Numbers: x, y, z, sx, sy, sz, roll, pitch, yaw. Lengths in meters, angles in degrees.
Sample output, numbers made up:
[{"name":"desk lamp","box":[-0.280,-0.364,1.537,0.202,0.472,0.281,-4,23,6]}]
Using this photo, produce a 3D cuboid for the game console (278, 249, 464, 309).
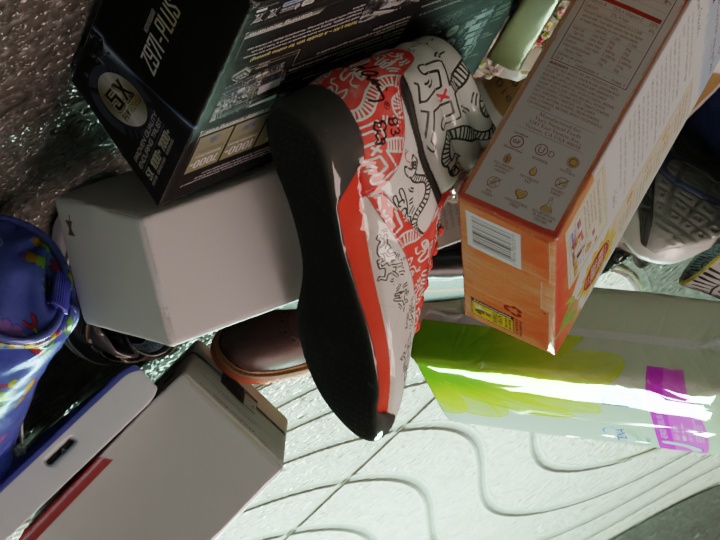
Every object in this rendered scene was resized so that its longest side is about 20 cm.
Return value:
[{"name":"game console","box":[0.000,0.000,1.681,0.200,0.031,0.177,-3,175,-20]}]

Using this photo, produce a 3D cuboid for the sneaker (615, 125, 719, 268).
[{"name":"sneaker","box":[0.182,-0.034,1.789,0.087,0.075,0.200,-53,-179,19]}]

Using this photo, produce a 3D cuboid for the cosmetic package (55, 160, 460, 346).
[{"name":"cosmetic package","box":[-0.041,-0.030,1.504,0.200,0.071,0.101,-20,-164,-27]}]

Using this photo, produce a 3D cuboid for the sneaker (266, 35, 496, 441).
[{"name":"sneaker","box":[0.022,-0.017,1.438,0.108,0.067,0.201,-30,129,-27]}]

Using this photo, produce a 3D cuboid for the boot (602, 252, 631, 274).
[{"name":"boot","box":[0.211,-0.057,2.053,0.200,0.068,0.131,-39,167,16]}]

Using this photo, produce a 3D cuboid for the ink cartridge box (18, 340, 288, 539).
[{"name":"ink cartridge box","box":[-0.120,0.127,1.757,0.144,0.084,0.200,-46,-177,3]}]

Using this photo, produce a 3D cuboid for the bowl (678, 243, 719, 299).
[{"name":"bowl","box":[0.294,-0.033,1.787,0.201,0.094,0.201,-47,180,0]}]

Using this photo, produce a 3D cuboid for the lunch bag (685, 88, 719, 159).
[{"name":"lunch bag","box":[0.260,-0.162,1.768,0.200,0.132,0.136,-48,179,38]}]

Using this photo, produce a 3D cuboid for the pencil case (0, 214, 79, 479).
[{"name":"pencil case","box":[-0.204,0.052,1.560,0.087,0.078,0.200,10,145,-14]}]

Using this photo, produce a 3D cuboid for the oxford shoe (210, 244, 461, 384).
[{"name":"oxford shoe","box":[-0.011,-0.001,1.809,0.200,0.071,0.073,-35,154,-29]}]

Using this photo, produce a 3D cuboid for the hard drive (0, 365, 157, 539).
[{"name":"hard drive","box":[-0.193,0.123,1.709,0.132,0.025,0.200,-44,-177,-22]}]

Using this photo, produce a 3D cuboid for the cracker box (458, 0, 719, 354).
[{"name":"cracker box","box":[0.118,-0.075,1.464,0.200,0.058,0.134,-59,164,-21]}]

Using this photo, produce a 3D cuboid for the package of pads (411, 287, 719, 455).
[{"name":"package of pads","box":[0.140,0.059,1.854,0.200,0.068,0.155,7,164,11]}]

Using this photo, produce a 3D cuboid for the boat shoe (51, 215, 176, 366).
[{"name":"boat shoe","box":[-0.127,0.019,1.638,0.070,0.066,0.200,-29,160,-17]}]

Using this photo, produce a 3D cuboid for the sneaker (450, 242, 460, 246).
[{"name":"sneaker","box":[0.013,-0.059,1.634,0.200,0.095,0.079,-1,-178,-37]}]

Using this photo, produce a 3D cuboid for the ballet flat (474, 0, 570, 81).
[{"name":"ballet flat","box":[0.116,-0.140,1.597,0.200,0.064,0.076,-28,-170,34]}]

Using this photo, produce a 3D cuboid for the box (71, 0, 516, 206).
[{"name":"box","box":[-0.018,-0.138,1.417,0.200,0.086,0.164,-23,158,-32]}]

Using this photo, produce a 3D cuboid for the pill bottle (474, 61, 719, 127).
[{"name":"pill bottle","box":[0.161,-0.141,1.675,0.200,0.114,0.114,-46,159,28]}]

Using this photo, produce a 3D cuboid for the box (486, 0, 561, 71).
[{"name":"box","box":[0.125,-0.194,1.460,0.164,0.021,0.200,-60,-179,-15]}]
